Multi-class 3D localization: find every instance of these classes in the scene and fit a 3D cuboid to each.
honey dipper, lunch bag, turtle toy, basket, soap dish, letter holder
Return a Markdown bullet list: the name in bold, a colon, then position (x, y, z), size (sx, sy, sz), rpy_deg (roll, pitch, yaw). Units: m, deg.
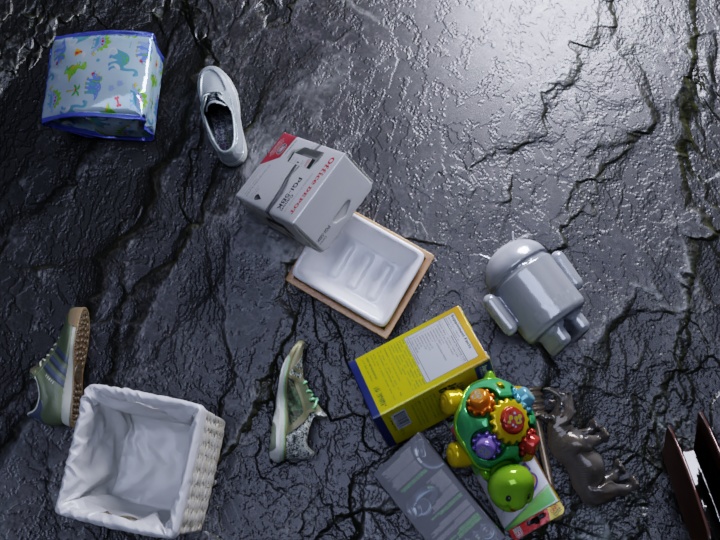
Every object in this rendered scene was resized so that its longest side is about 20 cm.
- **honey dipper**: position (0.286, 0.283, 1.313), size (0.037, 0.038, 0.203), rpy_deg (-12, 77, 4)
- **lunch bag**: position (-0.466, -0.333, 1.525), size (0.197, 0.128, 0.173), rpy_deg (3, 75, -2)
- **turtle toy**: position (0.203, 0.245, 1.225), size (0.144, 0.101, 0.203), rpy_deg (-1, 75, -20)
- **basket**: position (-0.334, 0.297, 1.320), size (0.195, 0.161, 0.203), rpy_deg (8, 77, 9)
- **soap dish**: position (0.000, 0.000, 1.399), size (0.198, 0.081, 0.159), rpy_deg (29, 80, 13)
- **letter holder**: position (0.503, 0.289, 1.180), size (0.099, 0.144, 0.201), rpy_deg (-7, 38, 6)

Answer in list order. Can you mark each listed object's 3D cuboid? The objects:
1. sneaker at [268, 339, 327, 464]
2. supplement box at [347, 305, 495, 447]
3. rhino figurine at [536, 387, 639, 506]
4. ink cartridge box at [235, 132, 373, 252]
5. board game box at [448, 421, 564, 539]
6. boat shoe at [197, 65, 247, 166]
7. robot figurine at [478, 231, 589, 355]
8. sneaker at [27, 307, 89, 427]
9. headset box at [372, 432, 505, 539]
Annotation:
- **sneaker**: position (-0.096, 0.215, 1.368), size (0.087, 0.077, 0.203), rpy_deg (8, 81, -4)
- **supplement box**: position (0.099, 0.166, 1.314), size (0.198, 0.110, 0.110), rpy_deg (-27, 52, 0)
- **rhino figurine**: position (0.332, 0.265, 1.282), size (0.087, 0.060, 0.201), rpy_deg (-32, 87, -3)
- **ink cartridge box**: position (-0.095, -0.133, 1.395), size (0.148, 0.083, 0.199), rpy_deg (-54, 39, -8)
- **board game box**: position (0.224, 0.303, 1.305), size (0.095, 0.030, 0.202), rpy_deg (-33, 72, 11)
- **boat shoe**: position (-0.250, -0.287, 1.513), size (0.069, 0.072, 0.203), rpy_deg (-18, 74, 2)
- **robot figurine**: position (0.274, 0.034, 1.339), size (0.168, 0.113, 0.201), rpy_deg (-30, 73, -23)
- **sneaker**: position (-0.515, 0.161, 1.426), size (0.088, 0.067, 0.203), rpy_deg (1, 78, 2)
- **headset box**: position (0.123, 0.349, 1.241), size (0.093, 0.174, 0.200), rpy_deg (-40, 73, -2)
